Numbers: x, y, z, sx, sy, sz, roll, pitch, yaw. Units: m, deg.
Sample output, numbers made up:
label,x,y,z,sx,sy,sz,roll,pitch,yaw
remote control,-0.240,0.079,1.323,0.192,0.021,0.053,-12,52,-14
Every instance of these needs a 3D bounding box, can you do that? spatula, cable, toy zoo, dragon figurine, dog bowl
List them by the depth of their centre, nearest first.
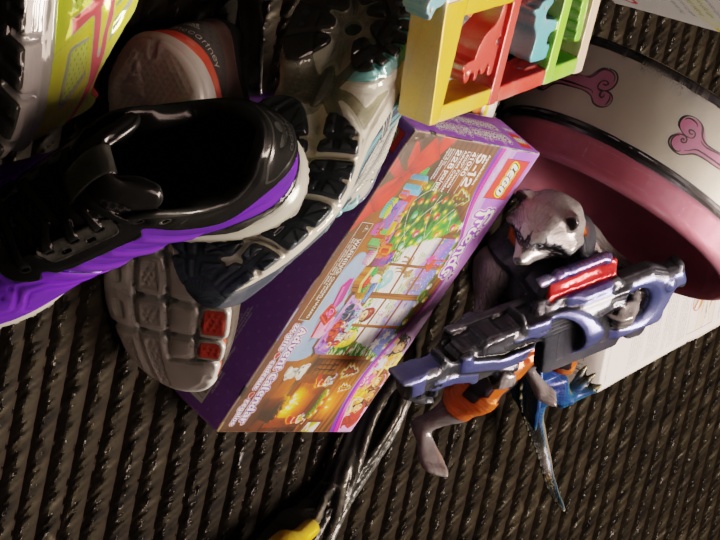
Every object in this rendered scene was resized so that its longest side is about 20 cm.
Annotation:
label,x,y,z,sx,sy,sz,roll,pitch,yaw
toy zoo,0.074,-0.146,1.320,0.200,0.020,0.132,-24,132,-56
spatula,-0.057,-0.127,1.337,0.021,0.056,0.200,-66,153,-59
cable,-0.014,0.149,1.566,0.200,0.050,0.097,-49,143,-29
dog bowl,0.163,-0.056,1.567,0.074,0.200,0.200,-58,148,-10
dragon figurine,0.105,0.062,1.688,0.099,0.059,0.200,-19,124,-52

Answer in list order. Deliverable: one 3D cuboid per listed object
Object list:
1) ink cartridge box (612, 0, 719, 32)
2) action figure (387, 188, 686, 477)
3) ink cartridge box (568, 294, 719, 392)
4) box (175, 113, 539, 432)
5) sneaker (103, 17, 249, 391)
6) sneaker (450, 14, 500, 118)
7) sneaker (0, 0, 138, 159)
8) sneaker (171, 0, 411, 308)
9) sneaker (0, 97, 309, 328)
label,x,y,z,sx,sy,sz,roll,pitch,yaw
ink cartridge box,0.219,-0.196,1.565,0.145,0.200,0.084,34,77,-59
action figure,0.075,0.029,1.530,0.200,0.105,0.194,-15,143,-33
ink cartridge box,0.203,-0.020,1.807,0.200,0.050,0.161,-25,129,-54
box,0.000,0.000,1.449,0.200,0.039,0.137,-56,153,17
sneaker,-0.076,-0.034,1.334,0.082,0.077,0.200,-37,139,-50
sneaker,0.038,-0.145,1.439,0.090,0.070,0.201,-35,139,-47
sneaker,-0.132,-0.147,1.177,0.090,0.078,0.200,-17,134,-53
sneaker,-0.022,-0.048,1.287,0.200,0.077,0.086,-57,154,-32
sneaker,-0.122,-0.033,1.171,0.200,0.070,0.100,-21,170,-3
